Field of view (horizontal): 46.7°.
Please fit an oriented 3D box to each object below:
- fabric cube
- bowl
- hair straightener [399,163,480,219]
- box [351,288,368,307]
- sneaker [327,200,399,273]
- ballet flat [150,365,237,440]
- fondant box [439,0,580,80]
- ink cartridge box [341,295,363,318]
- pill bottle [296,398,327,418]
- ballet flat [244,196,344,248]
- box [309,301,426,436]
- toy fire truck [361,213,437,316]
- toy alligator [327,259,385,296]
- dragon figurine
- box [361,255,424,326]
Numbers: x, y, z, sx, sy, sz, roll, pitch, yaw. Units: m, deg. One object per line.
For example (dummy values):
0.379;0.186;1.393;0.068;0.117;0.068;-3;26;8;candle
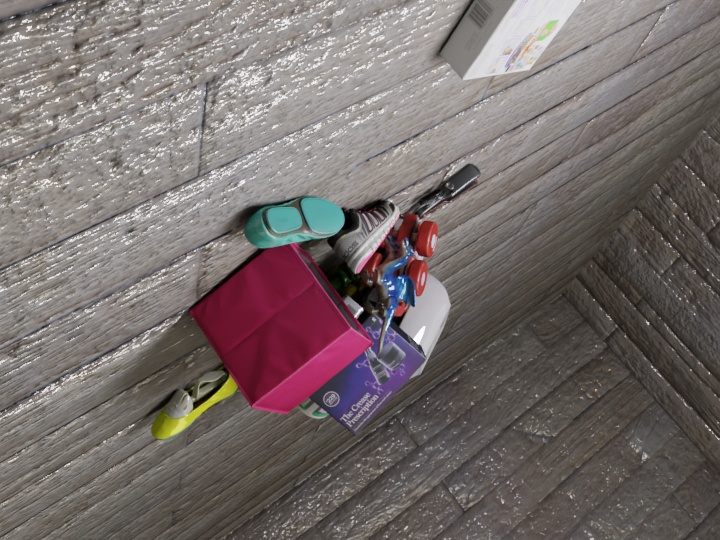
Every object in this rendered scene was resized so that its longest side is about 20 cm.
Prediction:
-0.125;0.094;1.382;0.199;0.201;0.196;-38;164;3;fabric cube
0.120;0.127;1.702;0.201;0.074;0.200;-60;169;-23;bowl
0.155;-0.154;1.635;0.199;0.041;0.077;-30;161;-17;hair straightener
-0.005;0.078;1.784;0.201;0.040;0.137;-52;166;-12;box
0.003;-0.078;1.440;0.074;0.087;0.200;-51;-177;39;sneaker
-0.320;0.244;1.599;0.199;0.067;0.068;-32;141;-32;ballet flat
0.223;-0.359;1.215;0.199;0.058;0.145;-20;154;-46;fondant box
-0.080;0.128;1.582;0.163;0.057;0.200;-50;-170;-14;ink cartridge box
-0.048;0.199;1.675;0.200;0.114;0.113;-44;163;30;pill bottle
-0.105;-0.072;1.260;0.070;0.068;0.199;-21;175;33;ballet flat
0.004;0.182;1.554;0.200;0.141;0.079;-48;-169;8;box
0.081;-0.001;1.570;0.168;0.111;0.202;69;34;-58;toy fire truck
0.000;0.000;1.641;0.199;0.059;0.054;-25;159;-44;toy alligator
0.057;0.039;1.431;0.099;0.203;0.059;-8;179;-38;dragon figurine
0.074;0.045;1.717;0.201;0.051;0.159;-58;153;-34;box
